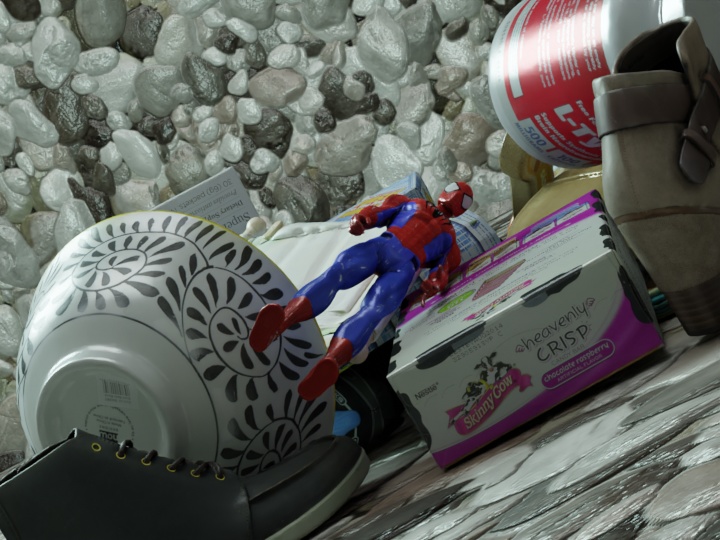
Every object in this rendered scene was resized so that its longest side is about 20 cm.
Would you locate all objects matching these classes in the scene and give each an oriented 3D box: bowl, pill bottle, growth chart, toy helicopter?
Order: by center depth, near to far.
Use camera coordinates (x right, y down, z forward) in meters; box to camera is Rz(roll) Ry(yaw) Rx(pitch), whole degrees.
[{"bbox_3d":[-0.122,0.075,1.279,0.200,0.202,0.094,-27,7,28],"label":"bowl"},{"bbox_3d":[0.165,-0.127,1.302,0.112,0.113,0.200,-29,6,-26],"label":"pill bottle"},{"bbox_3d":[-0.039,0.012,1.372,0.199,0.018,0.145,0,39,45],"label":"growth chart"},{"bbox_3d":[0.113,-0.030,1.535,0.132,0.079,0.200,-49,-29,-24],"label":"toy helicopter"}]

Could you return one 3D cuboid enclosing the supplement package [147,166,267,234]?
[{"bbox_3d":[-0.105,0.049,1.595,0.121,0.201,0.120,-29,2,-20],"label":"supplement package"}]

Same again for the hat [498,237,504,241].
[{"bbox_3d":[0.027,0.032,1.638,0.199,0.081,0.201,-7,-25,-3],"label":"hat"}]

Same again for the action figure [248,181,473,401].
[{"bbox_3d":[0.014,-0.002,1.266,0.052,0.065,0.200,-54,-6,38],"label":"action figure"}]

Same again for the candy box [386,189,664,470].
[{"bbox_3d":[0.089,0.028,1.243,0.136,0.061,0.200,-30,7,9],"label":"candy box"}]

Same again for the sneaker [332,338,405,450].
[{"bbox_3d":[0.008,0.075,1.457,0.082,0.071,0.200,-19,8,11],"label":"sneaker"}]

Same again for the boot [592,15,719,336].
[{"bbox_3d":[0.182,-0.060,1.178,0.070,0.147,0.200,-14,11,28],"label":"boot"}]

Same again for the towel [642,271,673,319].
[{"bbox_3d":[0.170,0.014,1.364,0.199,0.022,0.147,-27,3,29],"label":"towel"}]

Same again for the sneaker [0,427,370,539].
[{"bbox_3d":[-0.094,0.113,1.194,0.199,0.107,0.075,-29,2,-23],"label":"sneaker"}]

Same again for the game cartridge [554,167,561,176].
[{"bbox_3d":[0.179,-0.075,1.780,0.133,0.041,0.200,-52,10,35],"label":"game cartridge"}]

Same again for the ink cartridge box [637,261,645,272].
[{"bbox_3d":[0.222,-0.030,1.477,0.200,0.037,0.094,-29,-6,39],"label":"ink cartridge box"}]

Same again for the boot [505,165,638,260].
[{"bbox_3d":[0.192,-0.066,1.400,0.175,0.066,0.200,-41,12,-21],"label":"boot"}]

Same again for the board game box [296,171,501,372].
[{"bbox_3d":[0.000,0.000,1.476,0.199,0.062,0.200,-33,11,-26],"label":"board game box"}]
